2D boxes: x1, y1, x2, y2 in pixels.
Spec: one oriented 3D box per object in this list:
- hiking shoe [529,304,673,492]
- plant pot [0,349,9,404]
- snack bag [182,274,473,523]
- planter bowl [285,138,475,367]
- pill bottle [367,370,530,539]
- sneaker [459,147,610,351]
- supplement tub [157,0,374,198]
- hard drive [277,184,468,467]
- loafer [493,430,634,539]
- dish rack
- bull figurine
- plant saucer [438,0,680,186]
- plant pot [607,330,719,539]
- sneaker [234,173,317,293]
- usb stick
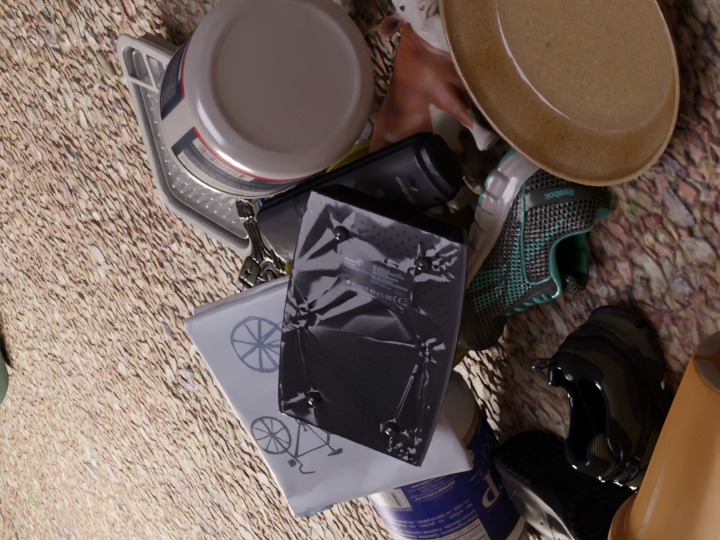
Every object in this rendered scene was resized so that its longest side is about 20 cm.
[{"bbox_3d":[0.194,0.131,1.303,0.201,0.100,0.076,59,154,0],"label":"hiking shoe"},{"bbox_3d":[-0.588,0.111,2.533,0.200,0.200,0.197,38,154,35],"label":"plant pot"},{"bbox_3d":[-0.021,0.093,1.418,0.188,0.021,0.201,-20,107,32],"label":"snack bag"},{"bbox_3d":[0.000,0.000,1.439,0.199,0.083,0.202,13,109,42],"label":"planter bowl"},{"bbox_3d":[0.073,0.188,1.534,0.119,0.120,0.201,24,150,48],"label":"pill bottle"},{"bbox_3d":[0.120,-0.001,1.317,0.091,0.078,0.201,35,139,18],"label":"sneaker"},{"bbox_3d":[-0.077,-0.129,1.368,0.141,0.140,0.200,61,166,-4],"label":"supplement tub"},{"bbox_3d":[0.011,0.038,1.333,0.134,0.042,0.201,20,124,15],"label":"hard drive"},{"bbox_3d":[0.184,0.200,1.437,0.200,0.073,0.072,42,154,48],"label":"loafer"},{"bbox_3d":[-0.148,-0.123,1.689,0.171,0.043,0.201,29,141,43],"label":"dish rack"},{"bbox_3d":[0.059,-0.123,1.313,0.121,0.065,0.201,46,150,20],"label":"bull figurine"},{"bbox_3d":[0.134,-0.152,1.172,0.200,0.035,0.201,33,140,32],"label":"plant saucer"},{"bbox_3d":[0.257,0.142,1.134,0.200,0.199,0.185,29,125,44],"label":"plant pot"},{"bbox_3d":[-0.057,-0.026,1.586,0.078,0.089,0.201,22,134,22],"label":"sneaker"},{"bbox_3d":[-0.004,-0.052,1.344,0.199,0.033,0.056,-21,102,46],"label":"usb stick"}]
